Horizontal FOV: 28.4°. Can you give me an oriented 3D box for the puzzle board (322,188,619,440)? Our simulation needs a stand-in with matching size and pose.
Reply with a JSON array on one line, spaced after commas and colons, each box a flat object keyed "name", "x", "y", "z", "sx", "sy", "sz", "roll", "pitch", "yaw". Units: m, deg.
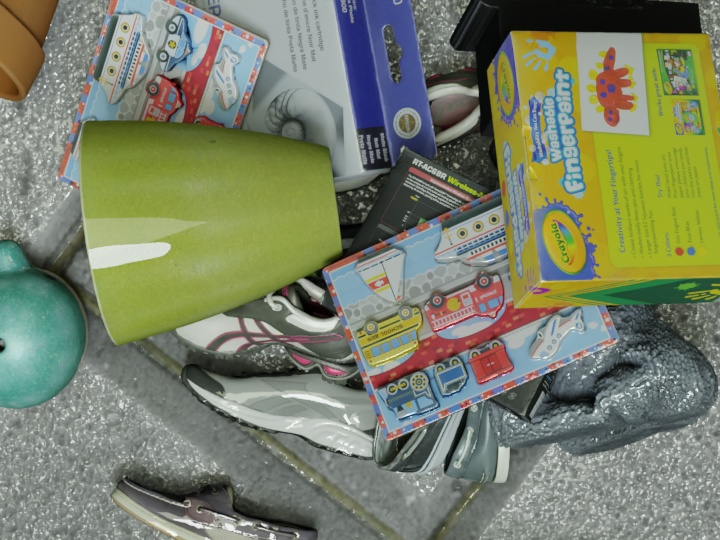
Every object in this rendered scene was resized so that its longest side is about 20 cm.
[{"name": "puzzle board", "x": 0.084, "y": 0.026, "z": 1.124, "sx": 0.198, "sy": 0.017, "sz": 0.152, "roll": -24, "pitch": 74, "yaw": 6}]

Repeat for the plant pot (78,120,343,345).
[{"name": "plant pot", "x": -0.118, "y": -0.045, "z": 1.193, "sx": 0.198, "sy": 0.187, "sz": 0.189, "roll": -8, "pitch": 95, "yaw": -1}]

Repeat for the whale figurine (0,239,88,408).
[{"name": "whale figurine", "x": -0.349, "y": 0.048, "z": 1.295, "sx": 0.198, "sy": 0.104, "sz": 0.160, "roll": 24, "pitch": 95, "yaw": -1}]

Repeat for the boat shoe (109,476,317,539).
[{"name": "boat shoe", "x": -0.134, "y": 0.231, "z": 1.327, "sx": 0.198, "sy": 0.072, "sz": 0.065, "roll": 24, "pitch": 83, "yaw": 2}]

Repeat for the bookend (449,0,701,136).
[{"name": "bookend", "x": 0.187, "y": -0.120, "z": 1.194, "sx": 0.197, "sy": 0.092, "sz": 0.202, "roll": 1, "pitch": 72, "yaw": -12}]

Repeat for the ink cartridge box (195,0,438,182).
[{"name": "ink cartridge box", "x": -0.043, "y": -0.175, "z": 1.255, "sx": 0.198, "sy": 0.041, "sz": 0.202, "roll": -11, "pitch": 90, "yaw": 28}]

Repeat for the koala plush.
[{"name": "koala plush", "x": 0.211, "y": 0.044, "z": 1.251, "sx": 0.183, "sy": 0.177, "sz": 0.202, "roll": -20, "pitch": 69, "yaw": 33}]

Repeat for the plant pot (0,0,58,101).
[{"name": "plant pot", "x": -0.342, "y": -0.262, "z": 1.234, "sx": 0.199, "sy": 0.200, "sz": 0.141, "roll": 30, "pitch": 79, "yaw": -2}]

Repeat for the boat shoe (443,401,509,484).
[{"name": "boat shoe", "x": 0.104, "y": 0.098, "z": 1.307, "sx": 0.061, "sy": 0.073, "sz": 0.202, "roll": -2, "pitch": 100, "yaw": -3}]

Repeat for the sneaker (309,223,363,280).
[{"name": "sneaker", "x": 0.000, "y": 0.000, "z": 1.300, "sx": 0.198, "sy": 0.072, "sz": 0.084, "roll": -7, "pitch": 96, "yaw": 2}]

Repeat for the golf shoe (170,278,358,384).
[{"name": "golf shoe", "x": -0.086, "y": 0.033, "z": 1.276, "sx": 0.198, "sy": 0.078, "sz": 0.089, "roll": 11, "pitch": 137, "yaw": 5}]

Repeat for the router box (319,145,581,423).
[{"name": "router box", "x": 0.087, "y": 0.011, "z": 1.168, "sx": 0.199, "sy": 0.062, "sz": 0.151, "roll": 29, "pitch": 85, "yaw": 17}]

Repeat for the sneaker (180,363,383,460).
[{"name": "sneaker", "x": -0.069, "y": 0.115, "z": 1.318, "sx": 0.198, "sy": 0.074, "sz": 0.080, "roll": 15, "pitch": 84, "yaw": -5}]

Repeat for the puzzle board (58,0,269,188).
[{"name": "puzzle board", "x": -0.181, "y": -0.141, "z": 1.277, "sx": 0.150, "sy": 0.017, "sz": 0.201, "roll": 25, "pitch": 109, "yaw": 8}]

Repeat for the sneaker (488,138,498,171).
[{"name": "sneaker", "x": 0.214, "y": -0.119, "z": 1.295, "sx": 0.198, "sy": 0.074, "sz": 0.081, "roll": -1, "pitch": 81, "yaw": -3}]

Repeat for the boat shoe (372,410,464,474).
[{"name": "boat shoe", "x": 0.063, "y": 0.094, "z": 1.270, "sx": 0.072, "sy": 0.071, "sz": 0.202, "roll": 24, "pitch": 107, "yaw": 38}]

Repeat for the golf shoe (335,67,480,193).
[{"name": "golf shoe", "x": 0.030, "y": -0.129, "z": 1.282, "sx": 0.199, "sy": 0.088, "sz": 0.078, "roll": -25, "pitch": 96, "yaw": 5}]

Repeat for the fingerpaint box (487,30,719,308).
[{"name": "fingerpaint box", "x": 0.193, "y": -0.077, "z": 1.093, "sx": 0.165, "sy": 0.073, "sz": 0.202, "roll": -2, "pitch": 72, "yaw": -12}]
